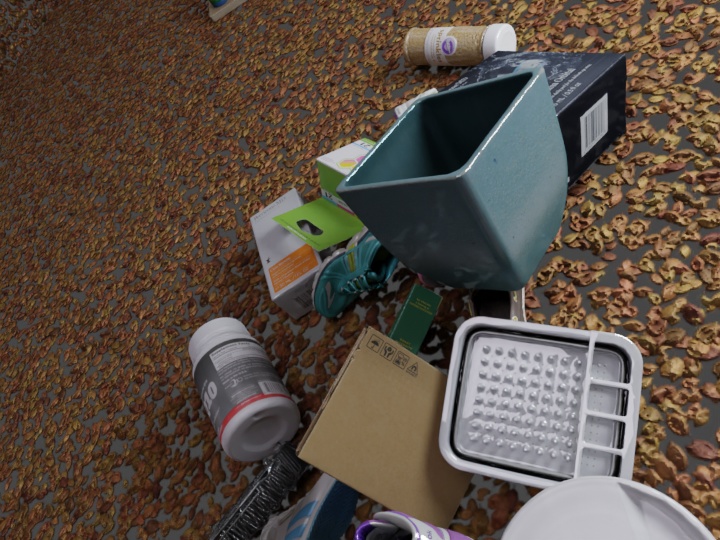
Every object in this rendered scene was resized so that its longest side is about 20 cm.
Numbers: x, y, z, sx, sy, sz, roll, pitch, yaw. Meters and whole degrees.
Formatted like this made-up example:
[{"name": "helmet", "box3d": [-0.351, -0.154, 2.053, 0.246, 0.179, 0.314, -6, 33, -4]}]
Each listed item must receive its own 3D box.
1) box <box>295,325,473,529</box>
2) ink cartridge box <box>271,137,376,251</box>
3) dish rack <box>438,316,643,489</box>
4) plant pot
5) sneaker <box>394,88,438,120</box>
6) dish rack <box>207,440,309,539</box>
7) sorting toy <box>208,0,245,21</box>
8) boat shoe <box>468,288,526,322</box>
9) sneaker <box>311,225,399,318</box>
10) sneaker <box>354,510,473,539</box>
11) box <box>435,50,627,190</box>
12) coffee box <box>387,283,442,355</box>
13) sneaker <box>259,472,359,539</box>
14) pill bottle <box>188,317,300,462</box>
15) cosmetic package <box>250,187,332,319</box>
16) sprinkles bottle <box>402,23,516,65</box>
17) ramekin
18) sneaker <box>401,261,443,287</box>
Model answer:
[{"name": "box", "box3d": [0.049, 0.184, 0.711, 0.164, 0.199, 0.021, -60, 14, -13]}, {"name": "ink cartridge box", "box3d": [-0.025, -0.122, 0.979, 0.199, 0.076, 0.148, -27, 40, -27]}, {"name": "dish rack", "box3d": [0.194, 0.146, 0.687, 0.199, 0.044, 0.173, 7, 80, 19]}, {"name": "plant pot", "box3d": [0.132, -0.085, 0.748, 0.195, 0.200, 0.197, 2, 45, 49]}, {"name": "sneaker", "box3d": [0.122, -0.231, 1.013, 0.099, 0.075, 0.201, -33, 47, 12]}, {"name": "dish rack", "box3d": [-0.127, 0.282, 0.752, 0.054, 0.200, 0.154, 38, 84, 4]}, {"name": "sorting toy", "box3d": [-0.351, -0.814, 1.730, 0.199, 0.070, 0.200, -27, 49, 15]}, {"name": "boat shoe", "box3d": [0.173, 0.035, 0.809, 0.072, 0.060, 0.201, -19, 51, 23]}, {"name": "sneaker", "box3d": [0.000, 0.000, 0.909, 0.200, 0.077, 0.080, -48, 37, 22]}, {"name": "sneaker", "box3d": [0.036, 0.283, 0.643, 0.201, 0.114, 0.073, -47, 20, 55]}, {"name": "box", "box3d": [0.226, -0.209, 0.857, 0.199, 0.118, 0.197, 18, 46, 40]}, {"name": "coffee box", "box3d": [0.039, 0.124, 0.797, 0.044, 0.123, 0.201, 25, 71, 4]}, {"name": "sneaker", "box3d": [-0.074, 0.319, 0.769, 0.081, 0.077, 0.201, 20, 70, 42]}, {"name": "pill bottle", "box3d": [-0.177, 0.167, 0.914, 0.114, 0.114, 0.200, -43, 46, 1]}, {"name": "cosmetic package", "box3d": [-0.107, -0.031, 1.033, 0.101, 0.071, 0.201, -33, 47, 10]}, {"name": "sprinkles bottle", "box3d": [0.170, -0.393, 1.098, 0.199, 0.068, 0.068, 16, 70, 40]}, {"name": "ramekin", "box3d": [0.228, 0.293, 0.560, 0.201, 0.094, 0.203, -13, 61, 24]}, {"name": "sneaker", "box3d": [0.127, -0.073, 0.913, 0.200, 0.079, 0.095, -51, 35, -9]}]
